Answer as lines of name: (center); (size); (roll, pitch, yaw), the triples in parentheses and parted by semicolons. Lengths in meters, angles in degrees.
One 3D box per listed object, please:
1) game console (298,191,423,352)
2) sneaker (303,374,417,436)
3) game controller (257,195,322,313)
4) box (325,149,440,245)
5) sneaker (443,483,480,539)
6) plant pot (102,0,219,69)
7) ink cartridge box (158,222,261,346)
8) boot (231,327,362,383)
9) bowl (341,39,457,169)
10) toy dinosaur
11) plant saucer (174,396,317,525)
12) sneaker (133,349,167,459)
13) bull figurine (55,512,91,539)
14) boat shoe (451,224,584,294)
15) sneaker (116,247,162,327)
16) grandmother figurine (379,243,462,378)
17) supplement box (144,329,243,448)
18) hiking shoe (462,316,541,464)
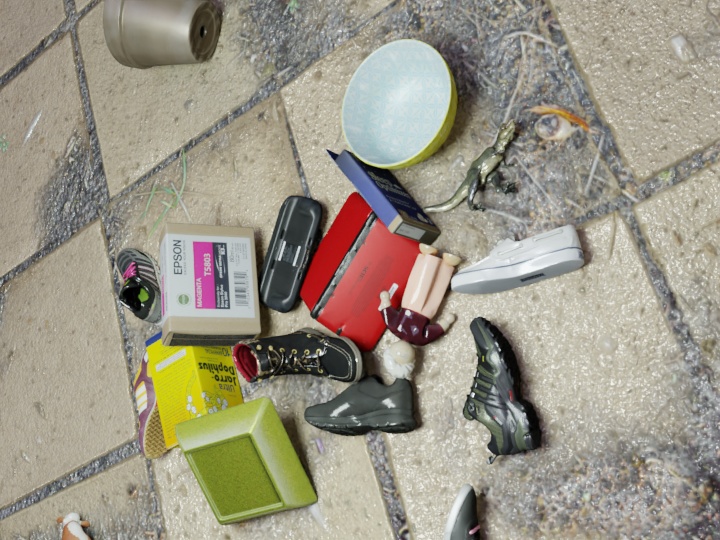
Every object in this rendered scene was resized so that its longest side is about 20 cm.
game console: (0.000, 0.000, 1.327); (0.170, 0.119, 0.202); (33, 100, 1)
sneaker: (0.001, 0.212, 1.262); (0.195, 0.076, 0.093); (-7, 67, 24)
game controller: (-0.125, -0.030, 1.396); (0.103, 0.042, 0.205); (18, 91, 38)
box: (0.034, -0.127, 1.267); (0.033, 0.120, 0.201); (-49, 60, 19)
sneaker: (0.165, 0.407, 1.114); (0.097, 0.070, 0.206); (9, 91, 31)
plant pot: (-0.379, -0.489, 1.582); (0.170, 0.200, 0.205); (16, 89, 16)
ink cartridge box: (-0.263, 0.025, 1.389); (0.075, 0.161, 0.205); (134, 133, -57)
boot: (-0.101, 0.140, 1.255); (0.198, 0.148, 0.075); (19, 111, 53)
bowl: (0.077, -0.250, 1.272); (0.196, 0.107, 0.206); (-7, 77, 31)
toy dinosaur: (0.184, -0.135, 1.220); (0.200, 0.047, 0.089); (-46, 46, 17)
plant saucer: (-0.196, 0.326, 1.302); (0.196, 0.048, 0.204); (-19, 103, 22)
sneaker: (-0.388, 0.248, 1.503); (0.089, 0.074, 0.206); (-3, 77, 47)
bull figurine: (-0.537, 0.561, 1.535); (0.198, 0.065, 0.124); (29, 100, 35)
boat shoe: (0.224, -0.015, 1.162); (0.195, 0.073, 0.067); (-14, 68, 19)
sneaker: (-0.436, 0.026, 1.559); (0.074, 0.087, 0.201); (-46, 60, 16)
grandmother figurine: (0.083, 0.065, 1.222); (0.119, 0.060, 0.205); (18, 85, 18)
supplement box: (-0.291, 0.201, 1.420); (0.108, 0.108, 0.204); (-28, 67, 25)
hiking shoe: (0.181, 0.169, 1.143); (0.099, 0.075, 0.204); (-26, 69, 22)
